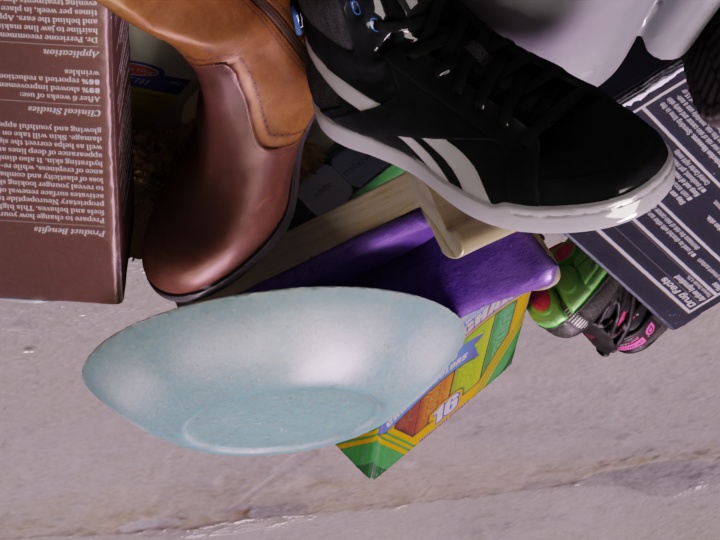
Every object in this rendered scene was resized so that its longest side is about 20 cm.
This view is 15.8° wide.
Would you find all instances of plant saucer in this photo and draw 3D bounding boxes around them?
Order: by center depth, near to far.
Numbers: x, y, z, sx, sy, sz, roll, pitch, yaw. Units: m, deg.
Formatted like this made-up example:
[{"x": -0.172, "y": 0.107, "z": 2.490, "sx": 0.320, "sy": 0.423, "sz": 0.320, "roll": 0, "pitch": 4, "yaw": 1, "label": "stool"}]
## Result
[{"x": -0.042, "y": 0.061, "z": 1.341, "sx": 0.200, "sy": 0.039, "sz": 0.201, "roll": -7, "pitch": 160, "yaw": -2, "label": "plant saucer"}]

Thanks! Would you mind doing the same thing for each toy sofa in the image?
[{"x": 0.000, "y": 0.000, "z": 1.340, "sx": 0.200, "sy": 0.098, "sz": 0.083, "roll": -25, "pitch": 178, "yaw": 40, "label": "toy sofa"}]

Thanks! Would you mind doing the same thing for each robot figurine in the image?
[{"x": 0.088, "y": -0.154, "z": 1.192, "sx": 0.169, "sy": 0.113, "sz": 0.200, "roll": 22, "pitch": 147, "yaw": 1, "label": "robot figurine"}]

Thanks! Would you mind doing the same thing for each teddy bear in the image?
[{"x": -0.119, "y": -0.049, "z": 1.385, "sx": 0.145, "sy": 0.067, "sz": 0.200, "roll": 19, "pitch": 144, "yaw": -33, "label": "teddy bear"}]

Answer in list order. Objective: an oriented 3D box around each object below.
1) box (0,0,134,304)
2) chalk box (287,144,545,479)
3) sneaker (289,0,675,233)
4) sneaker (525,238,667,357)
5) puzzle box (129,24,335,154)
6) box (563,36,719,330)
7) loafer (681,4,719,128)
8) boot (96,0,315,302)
[{"x": -0.161, "y": -0.081, "z": 1.247, "sx": 0.100, "sy": 0.075, "sz": 0.200, "roll": 4, "pitch": 130, "yaw": 0, "label": "box"}, {"x": 0.017, "y": 0.002, "z": 1.483, "sx": 0.125, "sy": 0.124, "sz": 0.200, "roll": -38, "pitch": 160, "yaw": -22, "label": "chalk box"}, {"x": 0.042, "y": -0.090, "z": 1.138, "sx": 0.073, "sy": 0.200, "sz": 0.112, "roll": -45, "pitch": 135, "yaw": -28, "label": "sneaker"}, {"x": 0.155, "y": 0.011, "z": 1.584, "sx": 0.077, "sy": 0.084, "sz": 0.200, "roll": -31, "pitch": 179, "yaw": 22, "label": "sneaker"}, {"x": -0.085, "y": -0.101, "z": 1.388, "sx": 0.200, "sy": 0.025, "sz": 0.133, "roll": 8, "pitch": 145, "yaw": -38, "label": "puzzle box"}, {"x": 0.188, "y": -0.098, "z": 1.394, "sx": 0.198, "sy": 0.123, "sz": 0.200, "roll": -32, "pitch": 139, "yaw": 18, "label": "box"}, {"x": 0.186, "y": -0.147, "z": 1.249, "sx": 0.071, "sy": 0.200, "sz": 0.073, "roll": 8, "pitch": 147, "yaw": -18, "label": "loafer"}, {"x": -0.073, "y": -0.091, "z": 1.200, "sx": 0.188, "sy": 0.068, "sz": 0.200, "roll": -50, "pitch": 151, "yaw": 0, "label": "boot"}]
